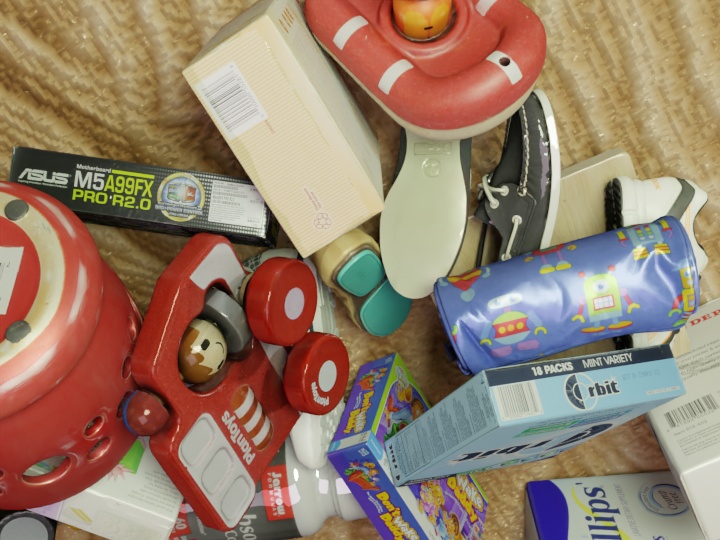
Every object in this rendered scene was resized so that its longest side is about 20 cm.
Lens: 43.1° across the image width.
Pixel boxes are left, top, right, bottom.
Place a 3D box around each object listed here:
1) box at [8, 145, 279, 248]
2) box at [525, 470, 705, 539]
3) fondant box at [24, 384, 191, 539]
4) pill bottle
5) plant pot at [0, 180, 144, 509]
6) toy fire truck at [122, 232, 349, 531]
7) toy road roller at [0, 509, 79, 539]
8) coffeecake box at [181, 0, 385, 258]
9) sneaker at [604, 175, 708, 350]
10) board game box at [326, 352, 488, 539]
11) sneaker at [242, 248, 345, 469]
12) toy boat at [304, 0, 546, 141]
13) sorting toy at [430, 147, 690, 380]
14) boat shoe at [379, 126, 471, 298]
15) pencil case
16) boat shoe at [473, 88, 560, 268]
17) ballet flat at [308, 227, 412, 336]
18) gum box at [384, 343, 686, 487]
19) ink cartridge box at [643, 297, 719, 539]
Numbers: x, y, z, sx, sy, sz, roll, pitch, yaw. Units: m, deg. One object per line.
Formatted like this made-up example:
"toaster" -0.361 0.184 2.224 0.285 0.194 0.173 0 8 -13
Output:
"box" -0.167 -0.056 0.752 0.197 0.160 0.045 8 88 -2
"box" 0.272 0.297 0.887 0.197 0.184 0.106 -5 115 2
"fondant box" -0.210 0.133 0.810 0.143 0.201 0.059 23 126 -9
"pill bottle" -0.095 0.205 0.888 0.197 0.116 0.117 -9 113 4
"plant pot" -0.260 0.053 0.656 0.197 0.203 0.183 2 154 0
"toy fire truck" -0.105 0.083 0.705 0.111 0.169 0.201 7 137 32
"toy road roller" -0.304 0.158 0.872 0.145 0.123 0.202 -26 114 -4
"coffeecake box" -0.050 -0.125 0.700 0.072 0.201 0.154 -29 110 12
"sneaker" 0.250 0.018 0.753 0.079 0.074 0.203 -7 113 1
"board game box" 0.051 0.200 0.872 0.044 0.135 0.201 -21 113 26
"sneaker" -0.062 0.080 0.835 0.079 0.076 0.203 -7 82 10
"toy boat" 0.047 -0.196 0.664 0.130 0.131 0.200 -39 70 -11
"sorting toy" 0.169 0.010 0.828 0.197 0.070 0.202 -22 112 10
"boat shoe" 0.058 -0.077 0.754 0.070 0.063 0.203 4 88 12
"pencil case" 0.153 0.024 0.684 0.197 0.078 0.088 -16 88 8
"boat shoe" 0.120 -0.044 0.731 0.059 0.074 0.202 -3 122 -3
"ballet flat" 0.000 0.000 0.797 0.069 0.200 0.063 -42 66 -5
"gum box" 0.133 0.122 0.740 0.168 0.045 0.200 -5 158 -24
"ink cartridge box" 0.327 0.118 0.803 0.143 0.201 0.085 -25 114 11
